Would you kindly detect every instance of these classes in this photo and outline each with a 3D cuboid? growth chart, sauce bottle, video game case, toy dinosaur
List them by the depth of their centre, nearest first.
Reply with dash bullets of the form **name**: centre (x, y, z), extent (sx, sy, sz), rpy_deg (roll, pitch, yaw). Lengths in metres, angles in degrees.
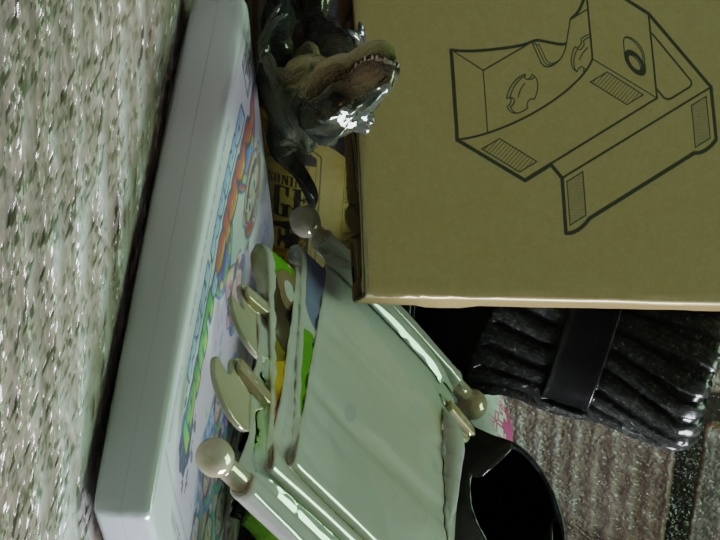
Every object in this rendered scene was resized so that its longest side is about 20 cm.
- **video game case**: centre (-0.061, 0.030, 0.875), extent (0.182, 0.024, 0.201), rpy_deg (86, 11, -63)
- **toy dinosaur**: centre (-0.020, -0.079, 0.880), extent (0.200, 0.047, 0.089), rpy_deg (134, -47, -82)
- **growth chart**: centre (-0.004, 0.054, 0.897), extent (0.145, 0.018, 0.200), rpy_deg (50, 25, -19)
- **sauce bottle**: centre (-0.019, -0.057, 1.024), extent (0.066, 0.066, 0.201), rpy_deg (-73, 166, -65)

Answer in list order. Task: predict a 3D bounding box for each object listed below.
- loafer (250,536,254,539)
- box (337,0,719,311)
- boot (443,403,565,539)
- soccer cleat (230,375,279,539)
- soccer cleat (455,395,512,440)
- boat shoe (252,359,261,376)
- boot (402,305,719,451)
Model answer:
- **loafer**: centre (-0.030, 0.138, 1.187), extent (0.072, 0.073, 0.201), rpy_deg (-28, -142, 45)
- **box**: centre (0.087, -0.065, 0.970), extent (0.021, 0.199, 0.165), rpy_deg (147, -58, -67)
- **boot**: centre (0.070, 0.145, 1.059), extent (0.200, 0.077, 0.138), rpy_deg (55, -13, -20)
- **soccer cleat**: centre (-0.014, 0.089, 1.012), extent (0.200, 0.081, 0.068), rpy_deg (-115, -132, -81)
- **soccer cleat**: centre (0.029, 0.028, 1.188), extent (0.086, 0.069, 0.201), rpy_deg (75, 2, -61)
- **boat shoe**: centre (0.000, 0.000, 1.125), extent (0.075, 0.092, 0.201), rpy_deg (-67, 163, -73)
- **boot**: centre (0.091, -0.036, 1.018), extent (0.079, 0.157, 0.213), rpy_deg (-36, 134, -75)
